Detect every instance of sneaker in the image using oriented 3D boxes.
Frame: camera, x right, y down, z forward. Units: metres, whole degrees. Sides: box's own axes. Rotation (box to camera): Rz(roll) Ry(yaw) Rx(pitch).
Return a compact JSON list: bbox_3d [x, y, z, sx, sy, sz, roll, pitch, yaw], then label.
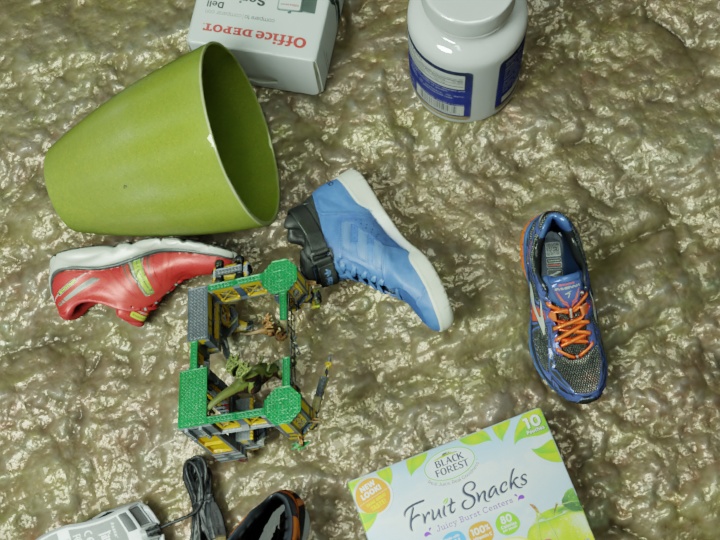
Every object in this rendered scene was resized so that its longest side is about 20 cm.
[{"bbox_3d":[-0.111,0.294,1.078,0.077,0.112,0.201,18,76,8],"label":"sneaker"},{"bbox_3d":[-0.218,0.014,1.193,0.198,0.077,0.086,-7,85,8],"label":"sneaker"},{"bbox_3d":[0.000,0.000,1.170,0.111,0.077,0.200,-32,71,-12],"label":"sneaker"},{"bbox_3d":[0.197,0.032,1.150,0.075,0.078,0.202,-13,74,1],"label":"sneaker"}]

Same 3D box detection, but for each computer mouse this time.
[{"bbox_3d":[-0.229,0.262,1.133,0.198,0.044,0.110,-18,79,-7],"label":"computer mouse"}]

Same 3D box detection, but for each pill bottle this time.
[{"bbox_3d":[0.106,-0.239,1.168,0.119,0.200,0.121,-1,74,3],"label":"pill bottle"}]

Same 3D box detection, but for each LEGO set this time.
[{"bbox_3d":[-0.096,0.096,1.131,0.153,0.116,0.201,-18,59,10],"label":"LEGO set"}]

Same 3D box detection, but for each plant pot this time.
[{"bbox_3d":[-0.208,-0.108,1.177,0.198,0.187,0.189,-16,73,14],"label":"plant pot"}]

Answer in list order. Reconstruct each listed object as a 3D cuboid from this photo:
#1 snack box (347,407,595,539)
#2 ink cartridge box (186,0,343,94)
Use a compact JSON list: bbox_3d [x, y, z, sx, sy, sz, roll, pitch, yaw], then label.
[{"bbox_3d":[0.104,0.234,1.113,0.199,0.053,0.143,-21,73,-2],"label":"snack box"},{"bbox_3d":[-0.092,-0.305,1.259,0.145,0.083,0.202,9,76,7],"label":"ink cartridge box"}]
